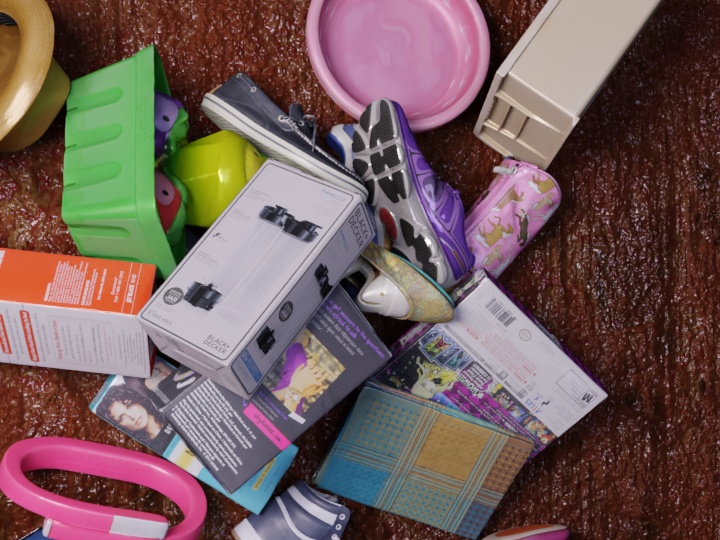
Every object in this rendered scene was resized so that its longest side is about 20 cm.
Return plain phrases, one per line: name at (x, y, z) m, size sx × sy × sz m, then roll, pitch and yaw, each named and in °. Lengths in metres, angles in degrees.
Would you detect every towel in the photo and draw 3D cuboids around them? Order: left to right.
towel at (0.065, 0.201, 1.192) m, size 0.199 × 0.022 × 0.147 m, roll 21°, pitch 115°, yaw -14°

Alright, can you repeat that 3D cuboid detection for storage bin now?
storage bin at (0.221, -0.223, 1.190) m, size 0.094 × 0.199 × 0.200 m, roll 35°, pitch 80°, yaw 5°

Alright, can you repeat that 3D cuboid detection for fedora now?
fedora at (-0.338, -0.169, 1.058) m, size 0.082 × 0.200 × 0.201 m, roll 29°, pitch 80°, yaw -51°

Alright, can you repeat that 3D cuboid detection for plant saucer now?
plant saucer at (0.037, -0.237, 1.196) m, size 0.200 × 0.051 × 0.201 m, roll 3°, pitch 77°, yaw -15°

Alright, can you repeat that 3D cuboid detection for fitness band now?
fitness band at (-0.242, 0.212, 1.075) m, size 0.199 × 0.144 × 0.038 m, roll 16°, pitch 103°, yaw -18°

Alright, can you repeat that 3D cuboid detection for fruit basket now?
fruit basket at (-0.169, -0.096, 1.074) m, size 0.215 × 0.156 × 0.216 m, roll -2°, pitch 59°, yaw 3°

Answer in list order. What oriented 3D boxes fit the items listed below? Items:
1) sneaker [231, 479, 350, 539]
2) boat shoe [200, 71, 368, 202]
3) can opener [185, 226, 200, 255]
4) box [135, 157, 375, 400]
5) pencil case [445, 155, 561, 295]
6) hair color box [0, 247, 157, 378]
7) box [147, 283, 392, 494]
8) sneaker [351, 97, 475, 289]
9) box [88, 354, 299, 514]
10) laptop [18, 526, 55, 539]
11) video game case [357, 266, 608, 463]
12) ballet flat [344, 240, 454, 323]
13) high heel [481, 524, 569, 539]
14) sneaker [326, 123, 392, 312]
sneaker at (-0.030, 0.308, 1.173) m, size 0.108 × 0.070 × 0.200 m, roll -42°, pitch 97°, yaw -11°
boat shoe at (-0.069, -0.134, 1.140) m, size 0.200 × 0.075 × 0.062 m, roll 35°, pitch 77°, yaw 14°
can opener at (-0.137, 0.004, 1.165) m, size 0.200 × 0.053 × 0.067 m, roll 42°, pitch 47°, yaw -11°
box at (-0.090, 0.003, 1.013) m, size 0.200 × 0.116 × 0.060 m, roll -54°, pitch 147°, yaw -22°
pencil case at (0.128, -0.030, 1.217) m, size 0.087 × 0.083 × 0.200 m, roll 43°, pitch 79°, yaw -12°
hair color box at (-0.291, 0.038, 1.053) m, size 0.199 × 0.111 × 0.064 m, roll 6°, pitch 54°, yaw -4°
box at (-0.089, 0.100, 1.078) m, size 0.200 × 0.122 × 0.106 m, roll -39°, pitch 101°, yaw -13°
sneaker at (0.056, -0.079, 1.142) m, size 0.083 × 0.081 × 0.201 m, roll -26°, pitch 98°, yaw -36°
box at (-0.167, 0.158, 1.145) m, size 0.200 × 0.049 × 0.082 m, roll 35°, pitch 80°, yaw -13°
laptop at (-0.328, 0.362, 1.062) m, size 0.187 × 0.116 × 0.200 m, roll -31°, pitch 98°, yaw -14°
video game case at (0.128, 0.121, 1.187) m, size 0.181 × 0.036 × 0.200 m, roll -43°, pitch 111°, yaw 14°
ballet flat at (0.000, 0.000, 1.109) m, size 0.200 × 0.071 × 0.071 m, roll 41°, pitch 79°, yaw 2°
high heel at (0.140, 0.340, 1.223) m, size 0.199 × 0.067 × 0.096 m, roll -17°, pitch 84°, yaw -1°
sneaker at (-0.009, -0.057, 1.190) m, size 0.088 × 0.075 × 0.201 m, roll 8°, pitch 79°, yaw -7°
